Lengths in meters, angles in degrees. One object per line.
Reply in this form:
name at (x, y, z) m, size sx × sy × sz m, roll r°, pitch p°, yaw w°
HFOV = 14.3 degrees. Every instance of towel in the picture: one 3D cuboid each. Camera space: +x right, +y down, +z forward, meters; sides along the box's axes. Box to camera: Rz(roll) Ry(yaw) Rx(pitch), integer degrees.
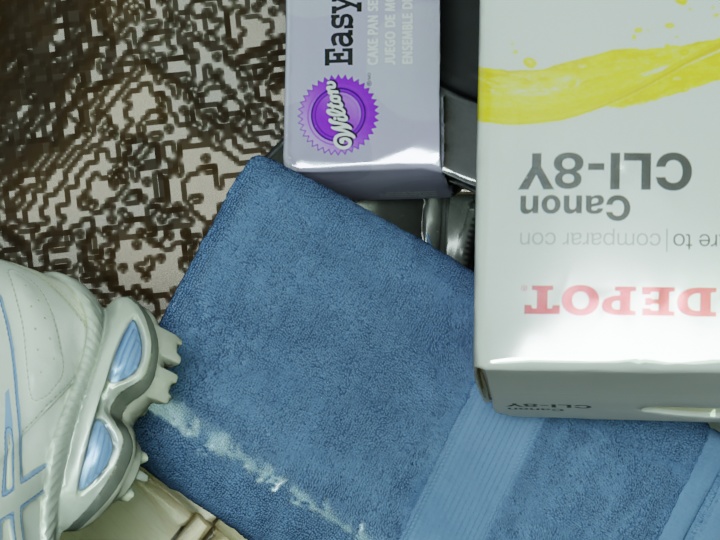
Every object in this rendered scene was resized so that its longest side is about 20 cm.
towel at (0.023, 0.058, 0.900) m, size 0.200 × 0.049 × 0.112 m, roll 33°, pitch 69°, yaw -8°

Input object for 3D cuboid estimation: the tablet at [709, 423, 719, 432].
tablet at (0.136, 0.103, 0.958) m, size 0.200 × 0.014 × 0.130 m, roll 29°, pitch 53°, yaw 4°

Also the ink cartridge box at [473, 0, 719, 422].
ink cartridge box at (0.108, -0.060, 0.848) m, size 0.145 × 0.083 × 0.201 m, roll 1°, pitch 80°, yaw 6°

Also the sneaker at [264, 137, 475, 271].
sneaker at (0.000, 0.000, 0.978) m, size 0.090 × 0.076 × 0.201 m, roll 11°, pitch 80°, yaw 7°

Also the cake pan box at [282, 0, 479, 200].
cake pan box at (0.066, -0.116, 0.931) m, size 0.184 × 0.052 × 0.201 m, roll 0°, pitch 80°, yaw 8°

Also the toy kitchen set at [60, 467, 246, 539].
toy kitchen set at (-0.132, 0.108, 0.916) m, size 0.200 × 0.180 × 0.163 m, roll 40°, pitch 91°, yaw 5°

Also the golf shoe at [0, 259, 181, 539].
golf shoe at (-0.121, 0.087, 0.797) m, size 0.097 × 0.078 × 0.200 m, roll 26°, pitch 58°, yaw -28°
